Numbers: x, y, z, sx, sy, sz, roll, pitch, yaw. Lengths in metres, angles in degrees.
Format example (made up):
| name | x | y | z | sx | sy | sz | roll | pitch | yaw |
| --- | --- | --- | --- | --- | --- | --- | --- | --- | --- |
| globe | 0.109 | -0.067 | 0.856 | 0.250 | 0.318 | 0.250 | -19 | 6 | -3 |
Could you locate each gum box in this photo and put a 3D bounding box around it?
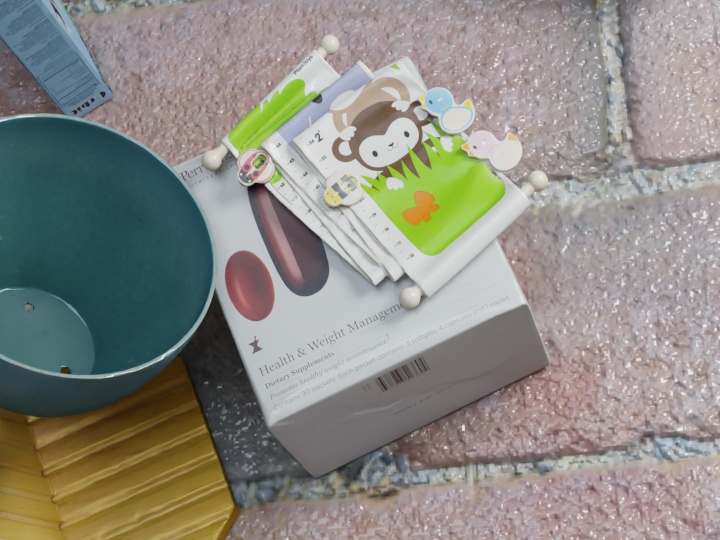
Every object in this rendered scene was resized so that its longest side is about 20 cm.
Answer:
| name | x | y | z | sx | sy | sz | roll | pitch | yaw |
| --- | --- | --- | --- | --- | --- | --- | --- | --- | --- |
| gum box | -0.269 | -0.226 | 1.437 | 0.044 | 0.200 | 0.171 | -31 | 66 | -1 |

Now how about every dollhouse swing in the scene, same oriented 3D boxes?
| name | x | y | z | sx | sy | sz | roll | pitch | yaw |
| --- | --- | --- | --- | --- | --- | --- | --- | --- | --- |
| dollhouse swing | -0.206 | 0.125 | 1.303 | 0.180 | 0.176 | 0.201 | -24 | 65 | 3 |

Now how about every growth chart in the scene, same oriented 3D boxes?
| name | x | y | z | sx | sy | sz | roll | pitch | yaw |
| --- | --- | --- | --- | --- | --- | --- | --- | --- | --- |
| growth chart | 0.012 | -0.070 | 1.255 | 0.199 | 0.018 | 0.145 | 37 | 80 | 20 |

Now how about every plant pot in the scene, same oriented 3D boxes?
| name | x | y | z | sx | sy | sz | roll | pitch | yaw |
| --- | --- | --- | --- | --- | --- | --- | --- | --- | --- |
| plant pot | -0.208 | 0.017 | 1.259 | 0.198 | 0.135 | 0.202 | 12 | 53 | -16 |

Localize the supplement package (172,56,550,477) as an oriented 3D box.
| name | x | y | z | sx | sy | sz | roll | pitch | yaw |
| --- | --- | --- | --- | --- | --- | --- | --- | --- | --- |
| supplement package | 0.000 | 0.000 | 1.320 | 0.190 | 0.147 | 0.201 | -25 | 67 | 2 |
